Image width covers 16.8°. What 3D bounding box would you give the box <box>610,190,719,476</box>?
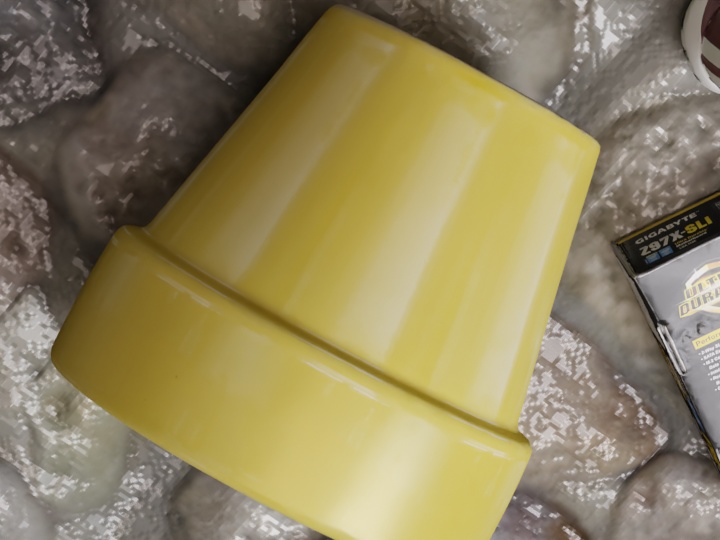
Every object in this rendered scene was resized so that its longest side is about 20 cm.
[{"bbox_3d":[0.240,0.015,1.133,0.200,0.049,0.160,-27,113,4],"label":"box"}]

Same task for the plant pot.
[{"bbox_3d":[0.000,0.000,1.019,0.201,0.201,0.189,27,93,-19],"label":"plant pot"}]

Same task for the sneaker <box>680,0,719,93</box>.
[{"bbox_3d":[0.239,-0.119,1.033,0.200,0.116,0.076,-33,115,8],"label":"sneaker"}]
